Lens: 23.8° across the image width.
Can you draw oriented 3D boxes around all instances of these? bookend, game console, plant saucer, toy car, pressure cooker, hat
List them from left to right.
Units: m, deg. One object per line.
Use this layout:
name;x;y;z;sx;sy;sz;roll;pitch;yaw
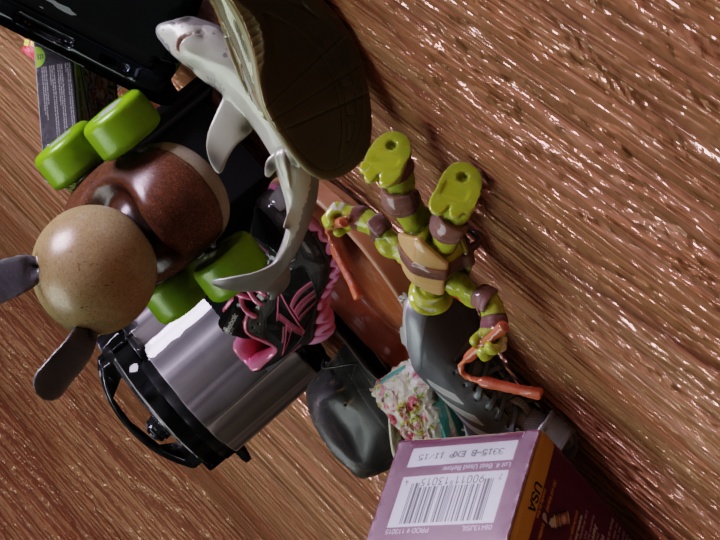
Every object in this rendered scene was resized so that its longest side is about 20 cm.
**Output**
game console;-0.209;-0.221;1.267;0.198;0.117;0.176;27;179;-2
toy car;-0.198;-0.002;1.257;0.157;0.200;0.165;-21;112;50
pressure cooker;-0.151;0.087;1.660;0.176;0.200;0.179;48;179;20
bookend;-0.110;-0.041;1.491;0.199;0.092;0.200;48;164;7
plant saucer;0.000;0.000;1.372;0.200;0.032;0.201;47;164;17
hat;0.003;0.126;1.486;0.201;0.081;0.201;53;180;1

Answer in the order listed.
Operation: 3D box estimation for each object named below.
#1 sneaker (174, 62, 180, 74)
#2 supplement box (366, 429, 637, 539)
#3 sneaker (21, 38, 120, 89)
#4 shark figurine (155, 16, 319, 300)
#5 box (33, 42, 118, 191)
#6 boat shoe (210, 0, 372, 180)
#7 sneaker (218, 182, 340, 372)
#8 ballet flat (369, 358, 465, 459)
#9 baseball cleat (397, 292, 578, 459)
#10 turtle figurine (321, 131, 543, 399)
sneaker;-0.179;-0.227;1.327;0.085;0.078;0.201;24;155;21
supplement box;0.115;0.213;1.229;0.130;0.104;0.200;-9;136;38
sneaker;-0.279;-0.232;1.567;0.077;0.085;0.201;33;156;50
shark figurine;-0.054;-0.087;1.219;0.089;0.127;0.217;-35;-69;-66
box;-0.235;-0.167;1.417;0.110;0.034;0.203;22;-119;-79
boat shoe;-0.055;-0.154;1.101;0.202;0.073;0.063;60;171;-18
sneaker;-0.071;0.015;1.363;0.079;0.095;0.201;46;157;28
ballet flat;0.063;0.154;1.335;0.076;0.063;0.202;-67;-41;-64
baseball cleat;0.101;0.087;1.235;0.106;0.070;0.201;17;150;43
turtle figurine;0.053;-0.011;1.117;0.200;0.064;0.162;40;156;26
